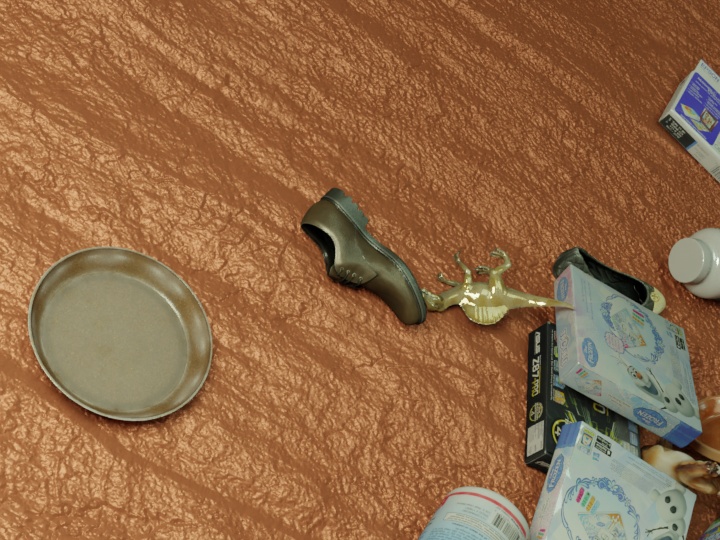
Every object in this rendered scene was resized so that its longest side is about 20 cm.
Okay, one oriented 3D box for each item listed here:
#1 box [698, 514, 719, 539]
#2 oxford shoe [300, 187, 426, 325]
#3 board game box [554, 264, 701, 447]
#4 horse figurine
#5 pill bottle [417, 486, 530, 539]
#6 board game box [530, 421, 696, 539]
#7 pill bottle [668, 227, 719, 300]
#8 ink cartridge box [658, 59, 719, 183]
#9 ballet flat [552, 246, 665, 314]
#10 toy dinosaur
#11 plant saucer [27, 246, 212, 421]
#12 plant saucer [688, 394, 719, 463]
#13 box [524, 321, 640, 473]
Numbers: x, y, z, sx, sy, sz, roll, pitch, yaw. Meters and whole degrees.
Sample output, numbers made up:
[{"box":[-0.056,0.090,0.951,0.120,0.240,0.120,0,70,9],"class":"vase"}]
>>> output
[{"box":[0.577,0.391,1.487,0.193,0.122,0.200,-31,82,-42],"class":"box"},{"box":[0.000,0.000,1.382,0.200,0.073,0.084,47,63,3],"class":"oxford shoe"},{"box":[0.349,0.110,1.478,0.199,0.043,0.200,30,36,-15],"class":"board game box"},{"box":[0.426,0.258,1.450,0.132,0.200,0.050,17,89,-26],"class":"horse figurine"},{"box":[0.096,0.334,1.196,0.109,0.109,0.200,45,47,-2],"class":"pill bottle"},{"box":[0.303,0.319,1.359,0.200,0.043,0.199,33,61,-17],"class":"board game box"},{"box":[0.576,-0.007,1.749,0.200,0.111,0.111,5,59,-32],"class":"pill bottle"},{"box":[0.638,-0.256,1.997,0.198,0.043,0.200,43,49,-4],"class":"ink cartridge box"},{"box":[0.368,0.021,1.621,0.200,0.057,0.067,20,53,-24],"class":"ballet flat"},{"box":[0.173,0.027,1.470,0.200,0.058,0.101,1,56,-3],"class":"toy dinosaur"},{"box":[-0.253,0.069,1.176,0.200,0.032,0.201,18,53,-26],"class":"plant saucer"},{"box":[0.547,0.226,1.549,0.200,0.200,0.032,-23,118,-42],"class":"plant saucer"},{"box":[0.292,0.185,1.469,0.161,0.049,0.200,27,49,-22],"class":"box"}]
